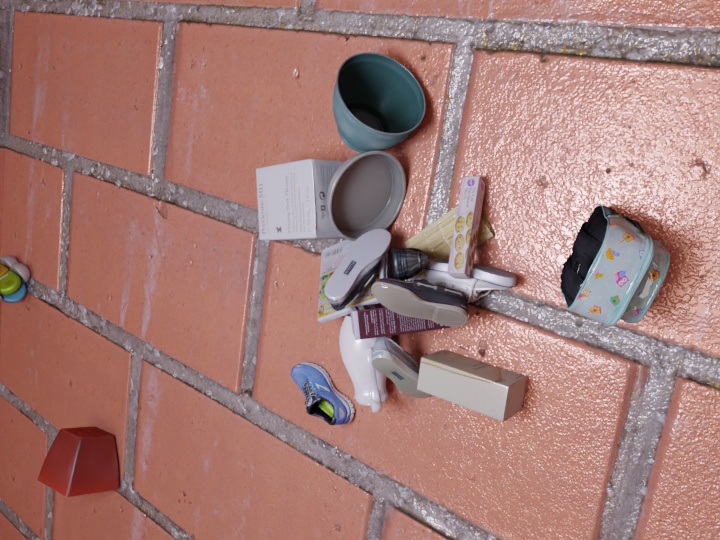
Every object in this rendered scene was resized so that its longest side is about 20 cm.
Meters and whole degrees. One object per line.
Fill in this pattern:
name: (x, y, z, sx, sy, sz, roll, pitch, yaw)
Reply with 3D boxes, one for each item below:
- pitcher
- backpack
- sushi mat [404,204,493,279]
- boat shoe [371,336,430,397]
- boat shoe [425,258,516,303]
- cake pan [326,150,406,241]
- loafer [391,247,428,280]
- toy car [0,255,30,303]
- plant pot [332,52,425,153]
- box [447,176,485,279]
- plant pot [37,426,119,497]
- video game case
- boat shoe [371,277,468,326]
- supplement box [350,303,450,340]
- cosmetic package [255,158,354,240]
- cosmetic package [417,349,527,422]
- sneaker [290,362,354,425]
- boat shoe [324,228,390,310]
pitcher: (0.019, 0.200, 1.413, 0.171, 0.118, 0.206, -163, 67, -81)
backpack: (0.417, 0.001, 1.065, 0.151, 0.199, 0.179, 28, 109, 14)
sushi mat: (0.183, -0.066, 1.352, 0.199, 0.012, 0.097, -34, 75, 35)
boat shoe: (0.094, 0.203, 1.364, 0.069, 0.201, 0.073, -17, 46, 33)
boat shoe: (0.216, 0.033, 1.295, 0.198, 0.074, 0.089, 10, 102, 31)
cake pan: (0.009, -0.162, 1.371, 0.037, 0.197, 0.204, 39, 117, 46)
loafer: (0.101, -0.013, 1.328, 0.070, 0.200, 0.075, -5, 94, 2)
toy car: (-1.365, 0.055, 2.469, 0.197, 0.175, 0.152, 23, 142, 33)
plant pot: (0.023, -0.334, 1.358, 0.204, 0.197, 0.134, 63, 151, 14)
box: (0.210, -0.085, 1.266, 0.041, 0.039, 0.205, 3, 74, 32)
plant pot: (-0.937, 0.635, 2.170, 0.196, 0.198, 0.181, 7, 85, 36)
video game case: (-0.018, 0.008, 1.460, 0.197, 0.023, 0.186, -21, 55, 36)
boat shoe: (0.118, 0.050, 1.254, 0.195, 0.064, 0.073, 18, 141, 0)
supplement box: (0.079, 0.097, 1.326, 0.194, 0.109, 0.063, -8, 92, -3)
cosmetic package: (-0.114, -0.157, 1.464, 0.197, 0.164, 0.172, 0, 94, 43)
cosmetic package: (0.223, 0.228, 1.293, 0.196, 0.103, 0.075, 13, 101, 34)
sneaker: (-0.105, 0.299, 1.557, 0.199, 0.088, 0.080, 38, 114, 29)
boat shoe: (0.000, 0.000, 1.367, 0.071, 0.068, 0.201, 25, 66, 26)
